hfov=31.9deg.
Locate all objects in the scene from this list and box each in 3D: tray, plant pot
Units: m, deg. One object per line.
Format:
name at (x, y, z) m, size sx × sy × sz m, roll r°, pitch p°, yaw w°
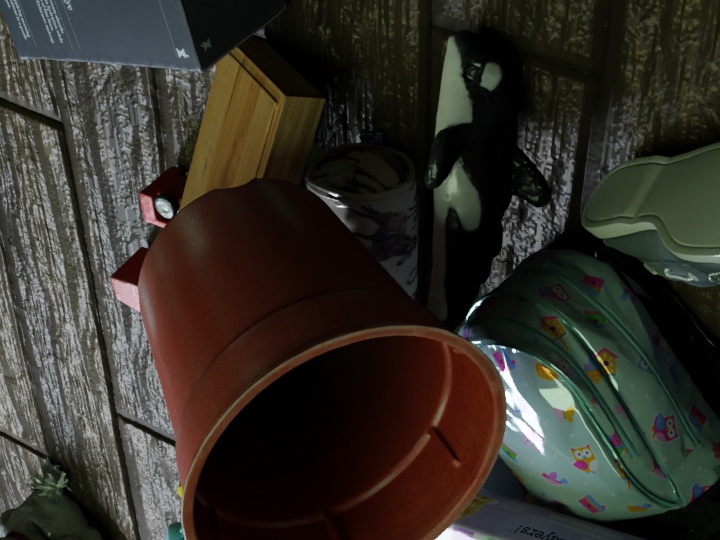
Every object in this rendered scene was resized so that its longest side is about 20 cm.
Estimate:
tray at (-0.089, -0.054, 0.904) m, size 0.099 × 0.037 × 0.203 m, roll 47°, pitch 128°, yaw 44°
plant pot at (-0.041, 0.056, 0.773) m, size 0.196 × 0.198 × 0.203 m, roll -124°, pitch 24°, yaw -46°

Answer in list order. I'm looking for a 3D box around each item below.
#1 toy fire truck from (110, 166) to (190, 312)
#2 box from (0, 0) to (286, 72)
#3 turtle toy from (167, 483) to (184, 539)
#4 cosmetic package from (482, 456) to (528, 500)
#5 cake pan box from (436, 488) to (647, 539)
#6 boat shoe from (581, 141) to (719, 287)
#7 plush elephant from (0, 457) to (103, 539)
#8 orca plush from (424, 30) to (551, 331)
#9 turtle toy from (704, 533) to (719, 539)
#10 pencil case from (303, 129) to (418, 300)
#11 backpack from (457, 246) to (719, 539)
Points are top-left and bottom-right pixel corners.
toy fire truck at (-0.125, -0.010, 1.041) m, size 0.197 × 0.049 × 0.143 m, roll 18°, pitch 134°, yaw 26°
box at (-0.167, -0.247, 0.834) m, size 0.180 × 0.104 × 0.202 m, roll 11°, pitch 130°, yaw 34°
turtle toy at (-0.110, 0.263, 1.206) m, size 0.199 × 0.101 × 0.147 m, roll -24°, pitch 107°, yaw 48°
cosmetic package at (0.030, 0.148, 1.019) m, size 0.198 × 0.090 × 0.108 m, roll 0°, pitch 121°, yaw 43°
cake pan box at (0.136, 0.256, 0.849) m, size 0.183 × 0.052 × 0.203 m, roll 13°, pitch 122°, yaw 46°
boat shoe at (0.197, -0.026, 0.709) m, size 0.061 × 0.073 × 0.200 m, roll 36°, pitch 173°, yaw -17°
plush elephant at (-0.386, 0.339, 1.467) m, size 0.163 × 0.155 × 0.202 m, roll 19°, pitch 134°, yaw 26°
orca plush at (0.082, -0.044, 0.788) m, size 0.070 × 0.204 × 0.105 m, roll 6°, pitch 173°, yaw 15°
turtle toy at (0.191, 0.243, 0.914) m, size 0.101 × 0.146 × 0.199 m, roll 45°, pitch 140°, yaw -11°
pencil case at (0.000, 0.000, 0.925) m, size 0.089 × 0.077 × 0.202 m, roll 35°, pitch 142°, yaw 36°
backpack at (0.154, 0.085, 0.833) m, size 0.166 × 0.126 × 0.201 m, roll -23°, pitch 105°, yaw 51°
